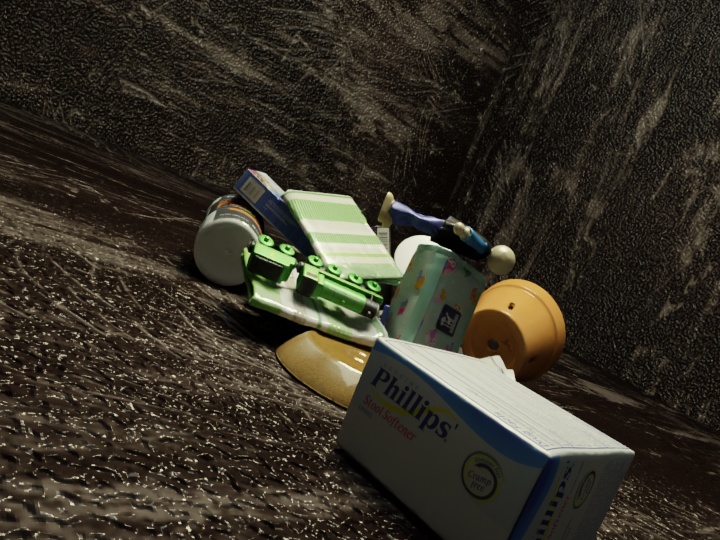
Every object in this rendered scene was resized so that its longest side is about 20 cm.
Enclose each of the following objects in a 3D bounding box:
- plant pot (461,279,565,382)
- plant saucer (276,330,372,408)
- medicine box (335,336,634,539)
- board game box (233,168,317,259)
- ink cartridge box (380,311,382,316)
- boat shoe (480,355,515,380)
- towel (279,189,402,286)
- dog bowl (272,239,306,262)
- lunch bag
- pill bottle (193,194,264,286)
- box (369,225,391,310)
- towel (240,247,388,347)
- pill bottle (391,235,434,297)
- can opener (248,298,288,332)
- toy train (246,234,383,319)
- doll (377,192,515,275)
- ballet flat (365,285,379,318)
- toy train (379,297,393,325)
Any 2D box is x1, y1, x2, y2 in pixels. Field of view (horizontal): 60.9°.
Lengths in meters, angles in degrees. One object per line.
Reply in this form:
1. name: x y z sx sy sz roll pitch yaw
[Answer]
1. plant pot: 0.284 0.129 1.200 0.197 0.206 0.138 27 22 31
2. plant saucer: -0.006 0.119 0.736 0.195 0.036 0.200 25 6 -3
3. medicine box: 0.110 0.155 0.538 0.180 0.106 0.197 29 8 42
4. board game box: -0.119 -0.088 1.065 0.200 0.043 0.199 44 3 -6
5. ink cartridge box: 0.124 0.085 1.376 0.195 0.086 0.145 25 5 6
6. boat shoe: 0.203 0.181 0.976 0.067 0.074 0.200 -4 9 3
7. towel: -0.030 -0.052 0.956 0.149 0.024 0.202 2 44 -42
8. dog bowl: -0.097 0.017 1.102 0.195 0.076 0.200 25 6 -3
9. lunch bag: 0.098 0.064 0.883 0.119 0.175 0.200 24 -6 10
10. pill bottle: -0.209 -0.060 0.998 0.104 0.109 0.201 22 16 -15
11. box: 0.011 -0.002 1.156 0.035 0.149 0.199 -1 -1 -19
12. towel: -0.062 0.034 0.816 0.195 0.031 0.150 22 16 -25
13. pill bottle: 0.110 0.038 1.120 0.112 0.115 0.203 25 -31 22
14. can opener: -0.119 0.049 0.853 0.065 0.077 0.200 61 3 -10
15. toy train: -0.056 0.012 0.789 0.195 0.042 0.057 23 27 -15
16. doll: 0.124 -0.049 0.857 0.195 0.050 0.136 24 -1 11
17. ballet flat: 0.000 0.000 1.002 0.068 0.066 0.204 70 8 -49
18. toy train: 0.053 0.097 1.055 0.194 0.087 0.116 17 -11 3
